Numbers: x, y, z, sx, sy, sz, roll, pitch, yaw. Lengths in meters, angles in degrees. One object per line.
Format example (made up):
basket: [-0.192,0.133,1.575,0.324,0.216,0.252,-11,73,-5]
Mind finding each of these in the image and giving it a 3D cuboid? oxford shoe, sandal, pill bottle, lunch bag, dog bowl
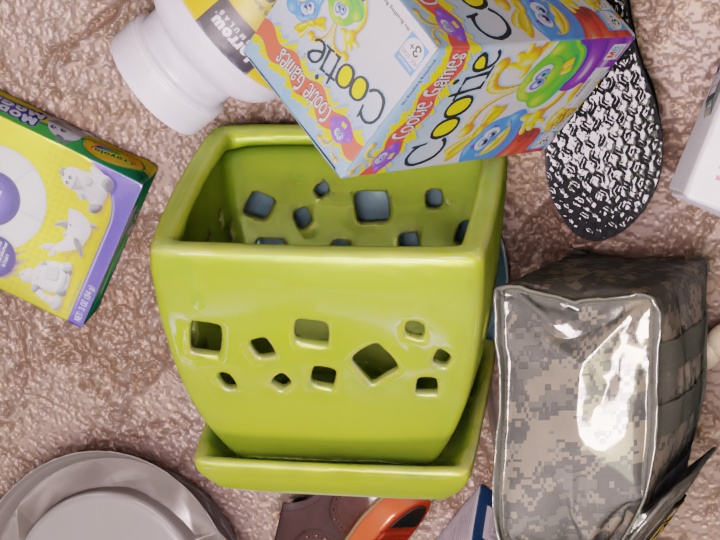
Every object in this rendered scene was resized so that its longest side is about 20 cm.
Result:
oxford shoe: [-0.033,0.198,1.480,0.200,0.071,0.073,-49,67,23]
sandal: [0.151,-0.121,1.345,0.075,0.048,0.202,-4,96,12]
pill bottle: [-0.056,-0.176,1.319,0.200,0.112,0.112,-39,99,19]
lunch bag: [0.150,0.098,1.299,0.117,0.164,0.201,4,99,21]
dog bowl: [-0.168,0.223,1.474,0.199,0.059,0.201,0,90,18]

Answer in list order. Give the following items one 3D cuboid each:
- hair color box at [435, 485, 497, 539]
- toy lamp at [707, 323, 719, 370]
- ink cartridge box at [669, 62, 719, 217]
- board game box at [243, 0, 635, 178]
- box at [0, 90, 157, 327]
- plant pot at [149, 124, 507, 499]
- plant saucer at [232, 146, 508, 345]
hair color box: [0.044,0.254,1.457,0.060,0.100,0.200,35,111,-5]
toy lamp: [0.245,0.036,1.374,0.200,0.058,0.058,-34,101,18]
ink cartridge box: [0.290,-0.109,1.276,0.145,0.084,0.201,22,95,0]
board game box: [0.049,-0.133,1.248,0.105,0.200,0.103,52,125,20]
box: [-0.249,-0.059,1.426,0.199,0.048,0.118,26,110,1]
plant pot: [-0.010,0.028,1.314,0.198,0.200,0.182,1,116,9]
plant saucer: [0.000,0.000,1.416,0.199,0.027,0.201,3,110,9]
